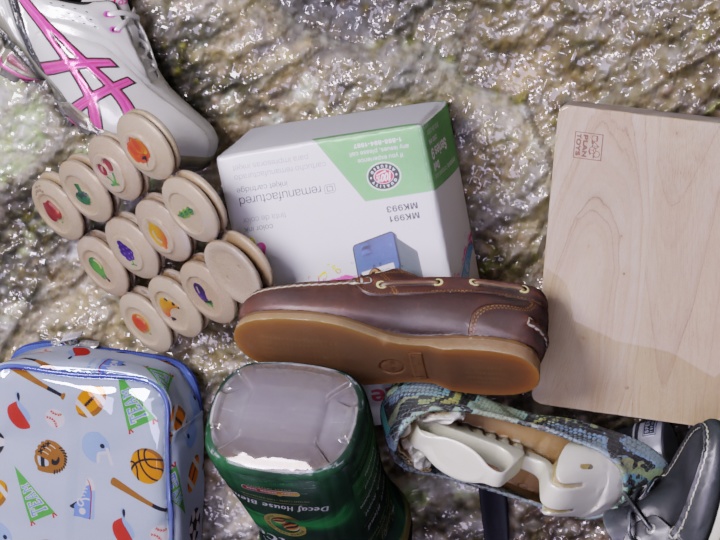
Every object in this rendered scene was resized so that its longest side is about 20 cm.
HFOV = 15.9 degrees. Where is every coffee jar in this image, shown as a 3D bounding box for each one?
[{"bbox_3d":[-0.029,0.143,1.691,0.104,0.086,0.200,5,149,17],"label":"coffee jar"}]

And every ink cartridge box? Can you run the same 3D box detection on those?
[{"bbox_3d":[0.000,0.000,1.728,0.145,0.088,0.201,-7,104,15],"label":"ink cartridge box"}]

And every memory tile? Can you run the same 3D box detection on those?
[{"bbox_3d":[-0.143,-0.022,1.731,0.153,0.017,0.200,53,148,-6],"label":"memory tile"}]

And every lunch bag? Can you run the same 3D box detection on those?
[{"bbox_3d":[-0.193,0.144,1.820,0.160,0.076,0.201,5,106,15],"label":"lunch bag"}]

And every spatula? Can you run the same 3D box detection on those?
[{"bbox_3d":[0.094,0.205,1.789,0.056,0.021,0.201,0,103,19],"label":"spatula"}]

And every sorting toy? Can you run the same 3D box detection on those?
[{"bbox_3d":[0.223,-0.004,1.680,0.198,0.070,0.201,8,105,12],"label":"sorting toy"}]

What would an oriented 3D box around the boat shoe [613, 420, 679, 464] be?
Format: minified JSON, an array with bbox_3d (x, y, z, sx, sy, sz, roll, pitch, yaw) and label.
[{"bbox_3d":[0.200,0.202,1.735,0.068,0.074,0.200,-16,97,20],"label":"boat shoe"}]

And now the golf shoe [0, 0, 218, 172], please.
[{"bbox_3d":[-0.174,-0.143,1.743,0.200,0.073,0.092,35,109,3],"label":"golf shoe"}]

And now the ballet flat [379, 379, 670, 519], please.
[{"bbox_3d":[0.106,0.127,1.667,0.199,0.074,0.074,15,107,0],"label":"ballet flat"}]

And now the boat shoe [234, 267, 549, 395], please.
[{"bbox_3d":[0.022,0.034,1.655,0.199,0.070,0.070,7,146,4],"label":"boat shoe"}]

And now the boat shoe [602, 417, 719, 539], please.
[{"bbox_3d":[0.182,0.175,1.647,0.066,0.075,0.200,14,123,-8],"label":"boat shoe"}]
